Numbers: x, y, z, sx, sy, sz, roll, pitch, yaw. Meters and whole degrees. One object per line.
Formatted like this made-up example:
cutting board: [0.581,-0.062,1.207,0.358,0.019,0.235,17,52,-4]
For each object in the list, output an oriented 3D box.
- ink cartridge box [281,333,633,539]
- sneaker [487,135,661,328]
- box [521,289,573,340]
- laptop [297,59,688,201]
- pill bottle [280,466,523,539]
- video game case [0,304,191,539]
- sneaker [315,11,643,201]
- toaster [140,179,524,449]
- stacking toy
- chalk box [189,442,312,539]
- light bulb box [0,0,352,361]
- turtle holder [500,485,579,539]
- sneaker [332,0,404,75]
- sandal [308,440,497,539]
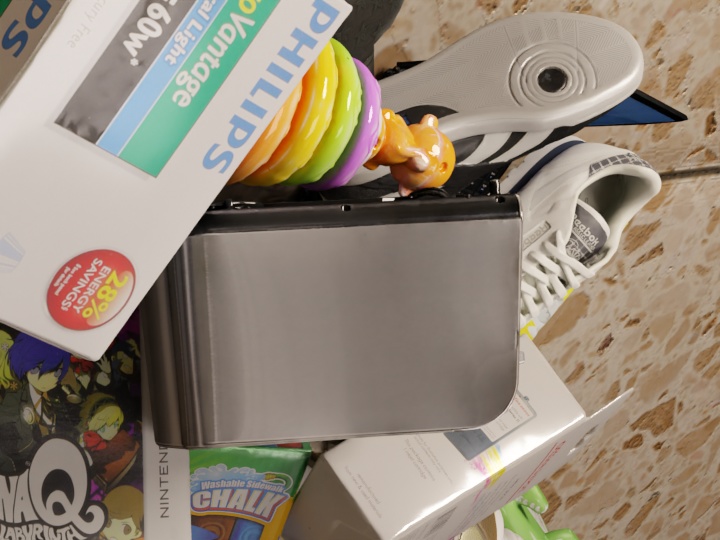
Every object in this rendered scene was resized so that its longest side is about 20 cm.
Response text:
ink cartridge box: [0.057,0.112,1.242,0.199,0.067,0.117,-28,163,-29]
sneaker: [0.095,-0.003,1.246,0.200,0.080,0.076,-49,124,-14]
box: [0.099,0.014,1.386,0.200,0.048,0.117,-45,-173,-38]
laptop: [0.080,-0.062,1.318,0.200,0.103,0.177,-55,146,13]
pill bottle: [0.024,0.173,1.408,0.200,0.114,0.114,41,93,-16]
video game case: [-0.186,0.084,1.082,0.199,0.036,0.182,1,84,-25]
sneaker: [0.065,-0.079,1.205,0.199,0.073,0.112,-17,153,-4]
toaster: [-0.026,0.024,1.033,0.199,0.119,0.181,-3,177,-12]
stacking toy: [-0.029,-0.080,1.030,0.199,0.110,0.117,17,94,-38]
chalk box: [-0.112,0.105,1.227,0.123,0.125,0.201,7,125,-23]
light bulb box: [-0.143,-0.106,0.908,0.125,0.200,0.199,28,103,-44]
turtle holder: [0.068,0.172,1.526,0.131,0.141,0.186,-31,158,7]
sneaker: [-0.044,-0.130,1.149,0.199,0.060,0.105,-30,144,-32]
sandal: [0.006,0.127,1.317,0.080,0.200,0.054,-51,180,-30]
